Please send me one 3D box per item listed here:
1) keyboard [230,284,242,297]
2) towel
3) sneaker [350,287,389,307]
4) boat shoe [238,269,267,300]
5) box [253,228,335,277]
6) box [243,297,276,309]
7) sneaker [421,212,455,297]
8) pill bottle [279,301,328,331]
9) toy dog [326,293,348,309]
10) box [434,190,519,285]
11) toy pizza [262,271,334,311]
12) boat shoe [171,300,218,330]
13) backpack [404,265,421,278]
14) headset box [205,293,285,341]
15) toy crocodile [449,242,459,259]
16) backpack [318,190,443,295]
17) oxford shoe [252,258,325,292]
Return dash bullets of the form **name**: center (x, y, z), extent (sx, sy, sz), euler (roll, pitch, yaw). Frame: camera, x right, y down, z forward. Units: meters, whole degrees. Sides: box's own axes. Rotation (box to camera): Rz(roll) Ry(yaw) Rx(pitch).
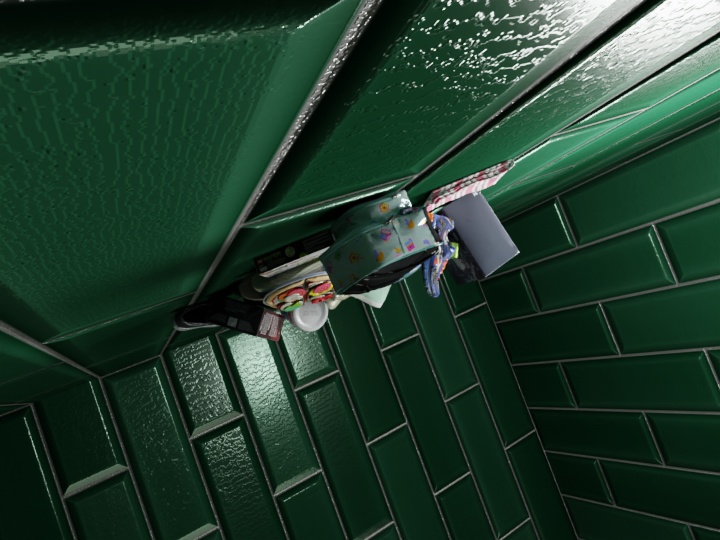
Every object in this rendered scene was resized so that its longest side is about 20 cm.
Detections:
- **keyboard**: center (-0.223, 0.027, 1.316), extent (0.198, 0.021, 0.126), euler (-21, -156, -34)
- **towel**: center (0.237, -0.183, 1.165), extent (0.197, 0.030, 0.146), euler (-22, 177, -1)
- **sneaker**: center (-0.005, 0.007, 1.343), extent (0.198, 0.120, 0.074), euler (23, -168, -27)
- **boat shoe**: center (-0.192, 0.019, 1.238), extent (0.197, 0.077, 0.072), euler (-18, 179, -15)
- **box**: center (-0.119, -0.039, 1.100), extent (0.197, 0.035, 0.110), euler (-22, 177, -1)
- **box**: center (-0.205, 0.051, 1.387), extent (0.158, 0.045, 0.198), euler (-19, -167, -35)
- **sneaker**: center (0.182, -0.032, 1.218), extent (0.077, 0.204, 0.076), euler (1, -160, 6)
- **pill bottle**: center (-0.173, 0.103, 1.497), extent (0.107, 0.111, 0.199), euler (-20, -167, -21)
- **toy dog**: center (-0.043, 0.011, 1.519), extent (0.192, 0.141, 0.200), euler (-30, 180, -25)
- **box**: center (0.272, -0.083, 1.340), extent (0.116, 0.198, 0.200), euler (-33, 179, -12)
- **toy pizza**: center (-0.125, 0.054, 1.192), extent (0.196, 0.032, 0.201), euler (-17, 165, -5)
- **boat shoe**: center (-0.409, 0.115, 1.414), extent (0.067, 0.073, 0.198), euler (-22, 170, 40)
- **backpack**: center (0.047, -0.038, 1.232), extent (0.196, 0.150, 0.183), euler (-18, 173, 1)
- **headset box**: center (-0.298, 0.130, 1.394), extent (0.146, 0.079, 0.200), euler (14, 172, 12)
- **toy crocodile**: center (0.180, -0.045, 1.326), extent (0.061, 0.069, 0.199), euler (13, 169, -32)
- **backpack**: center (0.024, -0.043, 0.938), extent (0.199, 0.155, 0.175), euler (-31, 180, -33)
- **oxford shoe**: center (-0.149, 0.003, 1.183), extent (0.197, 0.076, 0.058), euler (-25, 146, -7)
